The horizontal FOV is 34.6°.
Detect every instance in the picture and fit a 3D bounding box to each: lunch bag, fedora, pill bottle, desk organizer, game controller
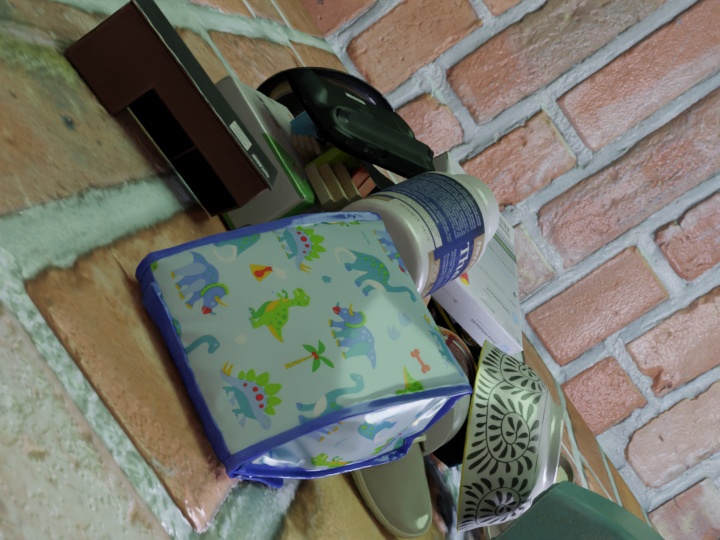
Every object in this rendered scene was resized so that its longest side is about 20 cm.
[{"bbox_3d":[-0.048,0.057,0.830,0.199,0.128,0.171,-4,55,-44],"label":"lunch bag"},{"bbox_3d":[-0.049,-0.168,1.481,0.201,0.199,0.092,46,38,-45],"label":"fedora"},{"bbox_3d":[0.059,-0.035,1.143,0.111,0.111,0.200,57,36,4],"label":"pill bottle"},{"bbox_3d":[0.058,0.120,1.163,0.110,0.109,0.200,56,10,1],"label":"pill bottle"},{"bbox_3d":[-0.163,-0.138,1.017,0.200,0.077,0.072,54,10,-13],"label":"desk organizer"},{"bbox_3d":[0.004,-0.144,1.173,0.104,0.042,0.200,49,18,30],"label":"game controller"}]

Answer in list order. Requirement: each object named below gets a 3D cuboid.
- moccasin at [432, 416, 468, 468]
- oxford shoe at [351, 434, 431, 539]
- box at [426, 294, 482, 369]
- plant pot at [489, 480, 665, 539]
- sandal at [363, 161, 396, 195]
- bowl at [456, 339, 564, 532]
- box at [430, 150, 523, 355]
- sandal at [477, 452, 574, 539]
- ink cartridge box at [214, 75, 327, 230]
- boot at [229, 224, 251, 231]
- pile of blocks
[{"bbox_3d":[0.080,0.126,1.331,0.201,0.080,0.068,62,8,34],"label":"moccasin"},{"bbox_3d":[0.025,0.129,0.985,0.075,0.058,0.201,-9,83,-45],"label":"oxford shoe"},{"bbox_3d":[0.128,0.124,1.426,0.160,0.049,0.200,58,-18,17],"label":"box"},{"bbox_3d":[0.207,0.310,1.077,0.200,0.196,0.196,48,8,14],"label":"plant pot"},{"bbox_3d":[0.066,-0.066,1.349,0.200,0.043,0.076,38,20,-42],"label":"sandal"},{"bbox_3d":[0.161,0.178,1.202,0.201,0.094,0.202,8,90,-81],"label":"bowl"},{"bbox_3d":[0.128,-0.018,1.332,0.156,0.041,0.201,44,32,-34],"label":"box"},{"bbox_3d":[0.196,0.260,1.311,0.200,0.054,0.081,-30,90,-46],"label":"sandal"},{"bbox_3d":[-0.099,-0.106,1.198,0.147,0.084,0.200,58,9,8],"label":"ink cartridge box"},{"bbox_3d":[-0.062,0.023,1.063,0.200,0.064,0.187,49,9,-16],"label":"boot"},{"bbox_3d":[-0.027,-0.131,1.196,0.082,0.062,0.200,51,12,-36],"label":"pile of blocks"}]
